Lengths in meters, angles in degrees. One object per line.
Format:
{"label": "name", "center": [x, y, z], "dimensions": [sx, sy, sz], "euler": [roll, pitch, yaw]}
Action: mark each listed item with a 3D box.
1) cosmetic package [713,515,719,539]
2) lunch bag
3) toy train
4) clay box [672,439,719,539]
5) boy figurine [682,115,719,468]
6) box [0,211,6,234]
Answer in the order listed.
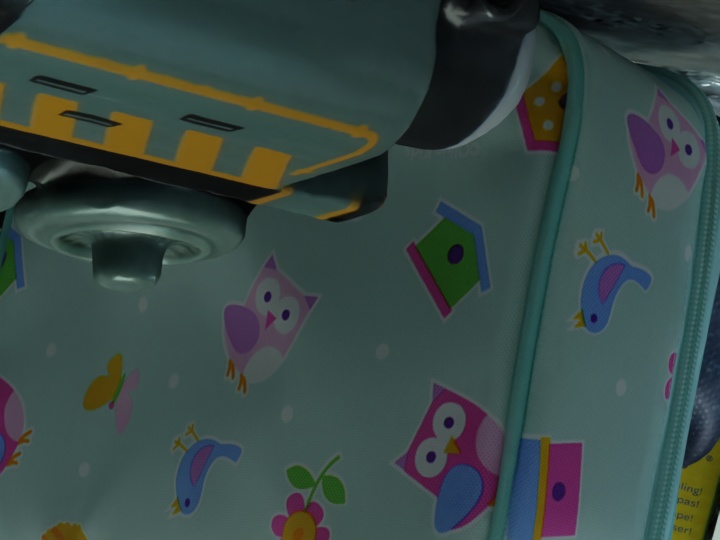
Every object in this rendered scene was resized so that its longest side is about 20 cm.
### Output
{"label": "cosmetic package", "center": [0.079, 0.096, 0.878], "dimensions": [0.104, 0.200, 0.073], "euler": [42, 164, -27]}
{"label": "lunch bag", "center": [-0.011, 0.020, 0.628], "dimensions": [0.200, 0.161, 0.077], "euler": [1, 170, 45]}
{"label": "toy train", "center": [-0.061, -0.051, 0.452], "dimensions": [0.200, 0.086, 0.114], "euler": [14, 162, -40]}
{"label": "clay box", "center": [0.044, 0.067, 0.740], "dimensions": [0.115, 0.201, 0.048], "euler": [16, -156, 13]}
{"label": "boy figurine", "center": [0.045, 0.055, 0.660], "dimensions": [0.064, 0.200, 0.124], "euler": [17, -155, -48]}
{"label": "box", "center": [-0.102, 0.042, 0.816], "dimensions": [0.182, 0.104, 0.200], "euler": [45, -179, 12]}
